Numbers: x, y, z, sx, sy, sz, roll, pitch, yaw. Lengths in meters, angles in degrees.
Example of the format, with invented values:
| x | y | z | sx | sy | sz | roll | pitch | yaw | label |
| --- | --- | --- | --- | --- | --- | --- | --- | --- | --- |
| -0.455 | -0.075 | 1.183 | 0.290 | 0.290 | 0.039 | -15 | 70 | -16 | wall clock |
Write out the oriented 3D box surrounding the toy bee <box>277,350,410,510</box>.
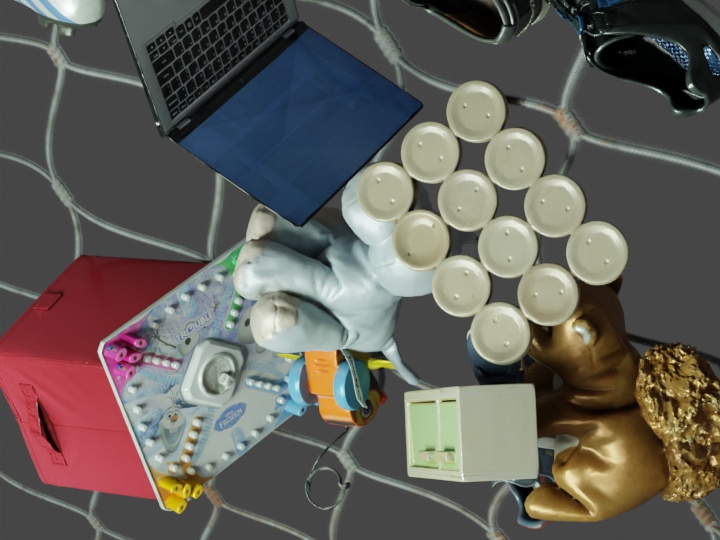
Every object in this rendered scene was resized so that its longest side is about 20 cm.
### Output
| x | y | z | sx | sy | sz | roll | pitch | yaw | label |
| --- | --- | --- | --- | --- | --- | --- | --- | --- | --- |
| -0.020 | 0.104 | 1.754 | 0.131 | 0.109 | 0.200 | 26 | 112 | 24 | toy bee |

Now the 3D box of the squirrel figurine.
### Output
| x | y | z | sx | sy | sz | roll | pitch | yaw | label |
| --- | --- | --- | --- | --- | --- | --- | --- | --- | --- |
| 0.217 | 0.096 | 1.522 | 0.200 | 0.142 | 0.187 | 3 | 116 | 30 | squirrel figurine |

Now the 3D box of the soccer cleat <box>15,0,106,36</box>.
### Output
| x | y | z | sx | sy | sz | roll | pitch | yaw | label |
| --- | --- | --- | --- | --- | --- | --- | --- | --- | --- |
| -0.308 | -0.278 | 1.681 | 0.200 | 0.070 | 0.086 | 21 | 120 | 23 | soccer cleat |

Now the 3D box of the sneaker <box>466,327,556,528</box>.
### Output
| x | y | z | sx | sy | sz | roll | pitch | yaw | label |
| --- | --- | --- | --- | --- | --- | --- | --- | --- | --- |
| 0.137 | 0.141 | 1.648 | 0.075 | 0.085 | 0.200 | -5 | 121 | 44 | sneaker |

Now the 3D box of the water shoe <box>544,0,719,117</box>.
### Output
| x | y | z | sx | sy | sz | roll | pitch | yaw | label |
| --- | --- | --- | --- | --- | --- | --- | --- | --- | --- |
| 0.177 | -0.186 | 1.321 | 0.200 | 0.079 | 0.072 | 34 | 140 | 12 | water shoe |

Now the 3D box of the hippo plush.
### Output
| x | y | z | sx | sy | sz | roll | pitch | yaw | label |
| --- | --- | --- | --- | --- | --- | --- | --- | --- | --- |
| 0.000 | 0.000 | 1.579 | 0.161 | 0.159 | 0.200 | -37 | 80 | 41 | hippo plush |

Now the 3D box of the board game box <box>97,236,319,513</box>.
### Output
| x | y | z | sx | sy | sz | roll | pitch | yaw | label |
| --- | --- | --- | --- | --- | --- | --- | --- | --- | --- |
| -0.133 | 0.098 | 1.750 | 0.026 | 0.200 | 0.200 | 20 | 137 | 44 | board game box |

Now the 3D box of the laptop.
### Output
| x | y | z | sx | sy | sz | roll | pitch | yaw | label |
| --- | --- | --- | --- | --- | --- | --- | --- | --- | --- |
| -0.067 | -0.171 | 1.461 | 0.116 | 0.187 | 0.200 | 8 | 129 | 35 | laptop |

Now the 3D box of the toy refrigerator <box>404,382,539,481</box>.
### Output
| x | y | z | sx | sy | sz | roll | pitch | yaw | label |
| --- | --- | --- | --- | --- | --- | --- | --- | --- | --- |
| 0.085 | 0.133 | 1.538 | 0.200 | 0.070 | 0.076 | 158 | 110 | -78 | toy refrigerator |

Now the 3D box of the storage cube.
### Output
| x | y | z | sx | sy | sz | roll | pitch | yaw | label |
| --- | --- | --- | --- | --- | --- | --- | --- | --- | --- |
| -0.223 | 0.101 | 1.843 | 0.180 | 0.200 | 0.171 | 4 | 127 | 31 | storage cube |

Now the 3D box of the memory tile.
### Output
| x | y | z | sx | sy | sz | roll | pitch | yaw | label |
| --- | --- | --- | --- | --- | --- | --- | --- | --- | --- |
| 0.102 | -0.038 | 1.482 | 0.153 | 0.017 | 0.200 | -42 | 77 | 15 | memory tile |

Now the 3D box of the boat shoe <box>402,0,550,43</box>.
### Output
| x | y | z | sx | sy | sz | roll | pitch | yaw | label |
| --- | --- | --- | --- | --- | --- | --- | --- | --- | --- |
| 0.044 | -0.235 | 1.404 | 0.200 | 0.068 | 0.072 | 33 | 142 | 15 | boat shoe |
